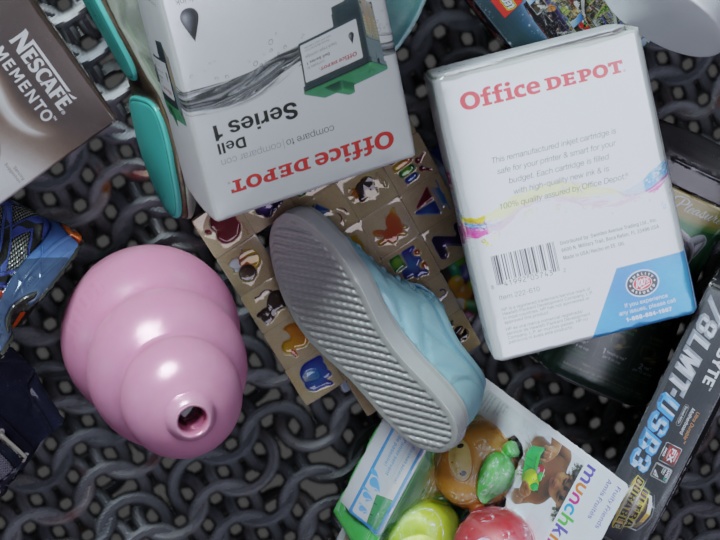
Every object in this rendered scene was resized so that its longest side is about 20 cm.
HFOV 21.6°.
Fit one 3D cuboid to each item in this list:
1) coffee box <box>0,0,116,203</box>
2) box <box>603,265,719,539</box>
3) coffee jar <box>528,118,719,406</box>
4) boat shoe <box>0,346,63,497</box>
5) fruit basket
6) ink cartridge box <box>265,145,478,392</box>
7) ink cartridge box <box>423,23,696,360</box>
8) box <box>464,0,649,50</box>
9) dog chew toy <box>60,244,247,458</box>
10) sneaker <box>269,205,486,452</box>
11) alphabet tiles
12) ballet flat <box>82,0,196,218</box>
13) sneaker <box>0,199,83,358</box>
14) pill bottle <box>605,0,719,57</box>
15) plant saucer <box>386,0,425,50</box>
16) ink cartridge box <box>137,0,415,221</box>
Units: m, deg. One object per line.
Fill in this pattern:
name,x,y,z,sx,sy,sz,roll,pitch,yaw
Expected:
coffee box,-0.273,-0.092,1.220,0.199,0.080,0.113,-36,114,-2
box,0.240,0.093,1.385,0.049,0.198,0.201,25,102,10
coffee jar,0.206,-0.009,1.392,0.104,0.085,0.201,24,101,-7
boat shoe,-0.288,0.063,1.284,0.093,0.075,0.201,-43,115,-19
fruit basket,0.076,0.181,1.356,0.093,0.200,0.186,18,105,-44
ink cartridge box,0.043,-0.013,1.369,0.199,0.042,0.120,-32,115,-6
ink cartridge box,0.135,-0.057,1.295,0.143,0.085,0.202,-13,101,0
box,0.132,-0.226,1.321,0.136,0.038,0.200,-42,115,0
dog chew toy,-0.131,0.061,1.251,0.124,0.200,0.126,-5,110,-14
sneaker,0.014,0.030,1.321,0.074,0.082,0.201,-27,103,40
alphabet tiles,0.000,0.000,1.337,0.167,0.008,0.201,-32,114,-3
ballet flat,-0.130,-0.131,1.260,0.063,0.067,0.201,-28,116,-18
sneaker,-0.264,0.028,1.236,0.078,0.200,0.075,38,138,-9
pill bottle,0.249,-0.252,1.276,0.116,0.116,0.201,36,76,-25
plant saucer,-0.048,-0.210,1.240,0.198,0.036,0.202,-8,113,-18
ink cartridge box,-0.058,-0.150,1.191,0.145,0.084,0.201,-19,116,-12
